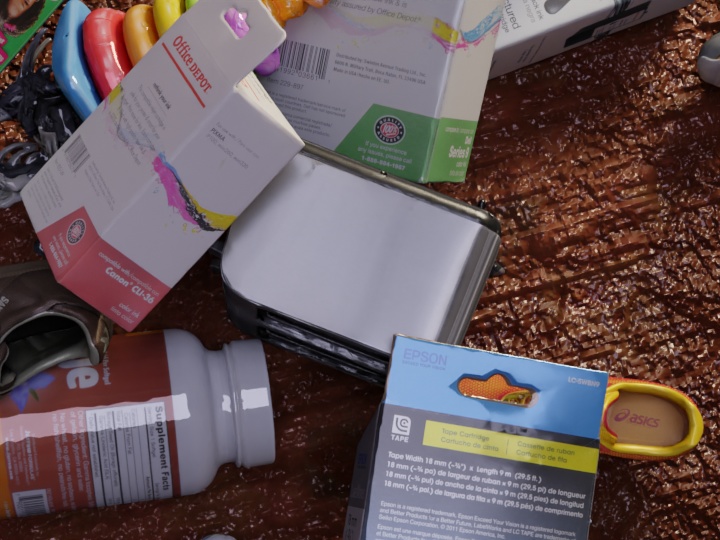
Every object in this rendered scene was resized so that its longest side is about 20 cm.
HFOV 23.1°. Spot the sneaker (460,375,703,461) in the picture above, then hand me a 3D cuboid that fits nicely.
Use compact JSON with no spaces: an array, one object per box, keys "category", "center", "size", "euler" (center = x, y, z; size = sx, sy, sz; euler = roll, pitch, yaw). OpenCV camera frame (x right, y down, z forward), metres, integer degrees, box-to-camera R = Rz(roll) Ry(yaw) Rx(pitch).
[{"category":"sneaker","center":[0.141,0.095,1.228],"size":[0.198,0.077,0.074],"euler":[0,81,3]}]

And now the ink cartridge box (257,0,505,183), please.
[{"category":"ink cartridge box","center":[0.017,-0.173,1.204],"size":[0.144,0.087,0.202],"euler":[15,100,23]}]

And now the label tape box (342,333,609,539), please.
[{"category":"label tape box","center":[0.067,0.152,1.094],"size":[0.143,0.063,0.202],"euler":[11,83,-9]}]

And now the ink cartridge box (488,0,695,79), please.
[{"category":"ink cartridge box","center":[0.142,-0.241,1.286],"size":[0.198,0.083,0.148],"euler":[-22,83,-10]}]

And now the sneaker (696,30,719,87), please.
[{"category":"sneaker","center":[0.323,-0.206,1.313],"size":[0.199,0.078,0.077],"euler":[-34,72,-15]}]

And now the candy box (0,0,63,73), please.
[{"category":"candy box","center":[-0.317,-0.174,1.190],"size":[0.168,0.077,0.201],"euler":[30,77,30]}]

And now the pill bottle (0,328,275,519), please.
[{"category":"pill bottle","center":[-0.160,0.099,1.176],"size":[0.198,0.112,0.114],"euler":[-7,81,-9]}]

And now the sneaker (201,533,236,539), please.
[{"category":"sneaker","center":[-0.175,0.229,1.170],"size":[0.105,0.076,0.200],"euler":[44,79,3]}]

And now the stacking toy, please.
[{"category":"stacking toy","center":[-0.095,-0.154,1.166],"size":[0.199,0.117,0.110],"euler":[-27,127,13]}]

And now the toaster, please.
[{"category":"toaster","center":[0.000,0.000,1.179],"size":[0.198,0.181,0.120],"euler":[21,81,0]}]

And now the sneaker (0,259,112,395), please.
[{"category":"sneaker","center":[-0.253,0.044,1.100],"size":[0.198,0.071,0.076],"euler":[-15,40,-10]}]

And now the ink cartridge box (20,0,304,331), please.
[{"category":"ink cartridge box","center":[-0.111,-0.076,1.082],"size":[0.200,0.117,0.067],"euler":[-46,127,9]}]

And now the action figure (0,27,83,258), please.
[{"category":"action figure","center":[-0.220,-0.057,1.197],"size":[0.101,0.119,0.202],"euler":[-15,88,-14]}]
